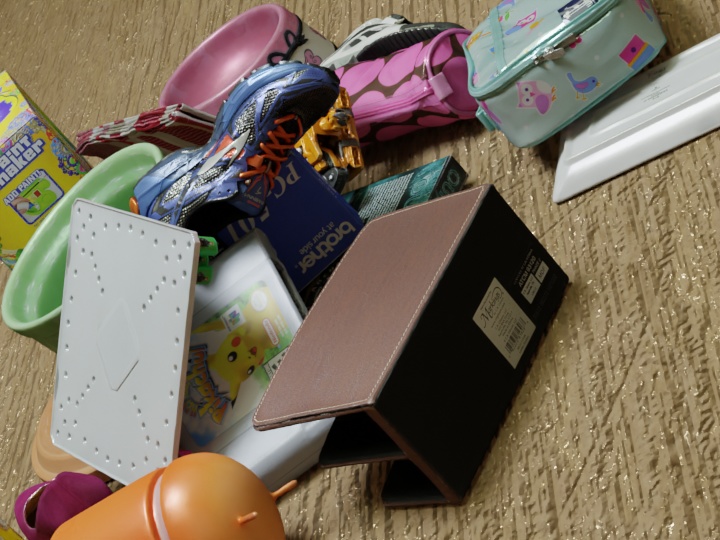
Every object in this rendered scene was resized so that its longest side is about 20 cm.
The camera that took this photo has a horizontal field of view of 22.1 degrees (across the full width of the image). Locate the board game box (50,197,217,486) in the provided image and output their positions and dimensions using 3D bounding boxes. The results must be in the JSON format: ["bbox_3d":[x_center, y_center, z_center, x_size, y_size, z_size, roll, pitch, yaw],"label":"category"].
[{"bbox_3d":[-0.175,0.057,1.411,0.199,0.026,0.202,16,101,54],"label":"board game box"}]

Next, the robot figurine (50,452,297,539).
[{"bbox_3d":[-0.135,0.200,1.266,0.199,0.144,0.117,-31,45,20],"label":"robot figurine"}]

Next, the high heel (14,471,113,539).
[{"bbox_3d":[-0.246,0.177,1.469,0.199,0.096,0.068,1,48,53],"label":"high heel"}]

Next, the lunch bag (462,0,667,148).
[{"bbox_3d":[0.156,-0.181,1.468,0.160,0.077,0.200,-33,17,14],"label":"lunch bag"}]

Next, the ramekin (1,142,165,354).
[{"bbox_3d":[-0.209,-0.003,1.602,0.200,0.098,0.201,-35,30,24],"label":"ramekin"}]

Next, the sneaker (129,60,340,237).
[{"bbox_3d":[-0.086,-0.080,1.419,0.200,0.075,0.079,-43,55,17],"label":"sneaker"}]

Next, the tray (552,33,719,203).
[{"bbox_3d":[0.226,-0.127,1.380,0.199,0.022,0.108,-26,29,29],"label":"tray"}]

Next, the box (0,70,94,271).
[{"bbox_3d":[-0.322,-0.071,1.839,0.122,0.193,0.200,-42,27,-2],"label":"box"}]

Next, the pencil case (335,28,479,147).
[{"bbox_3d":[0.024,-0.149,1.614,0.199,0.091,0.093,-16,1,45],"label":"pencil case"}]

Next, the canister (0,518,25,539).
[{"bbox_3d":[-0.325,0.225,1.386,0.148,0.200,0.087,-28,30,24],"label":"canister"}]

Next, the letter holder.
[{"bbox_3d":[0.032,0.056,1.279,0.142,0.101,0.201,-14,37,47],"label":"letter holder"}]

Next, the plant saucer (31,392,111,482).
[{"bbox_3d":[-0.211,0.106,1.605,0.200,0.032,0.201,-33,28,19],"label":"plant saucer"}]

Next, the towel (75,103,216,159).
[{"bbox_3d":[-0.166,-0.114,1.751,0.199,0.143,0.023,-8,69,54],"label":"towel"}]

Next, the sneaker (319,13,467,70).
[{"bbox_3d":[0.032,-0.207,1.701,0.199,0.074,0.089,-12,40,44],"label":"sneaker"}]

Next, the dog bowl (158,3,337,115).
[{"bbox_3d":[-0.122,-0.190,1.885,0.199,0.074,0.201,-32,27,19],"label":"dog bowl"}]

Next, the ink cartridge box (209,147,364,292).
[{"bbox_3d":[-0.101,-0.004,1.491,0.200,0.094,0.044,-42,23,7],"label":"ink cartridge box"}]

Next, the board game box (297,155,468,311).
[{"bbox_3d":[0.000,0.000,1.480,0.135,0.028,0.201,-17,35,43],"label":"board game box"}]

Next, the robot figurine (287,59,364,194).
[{"bbox_3d":[-0.066,-0.093,1.598,0.200,0.058,0.146,-30,66,47],"label":"robot figurine"}]

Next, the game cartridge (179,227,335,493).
[{"bbox_3d":[-0.090,0.076,1.394,0.133,0.040,0.201,-40,52,12],"label":"game cartridge"}]
